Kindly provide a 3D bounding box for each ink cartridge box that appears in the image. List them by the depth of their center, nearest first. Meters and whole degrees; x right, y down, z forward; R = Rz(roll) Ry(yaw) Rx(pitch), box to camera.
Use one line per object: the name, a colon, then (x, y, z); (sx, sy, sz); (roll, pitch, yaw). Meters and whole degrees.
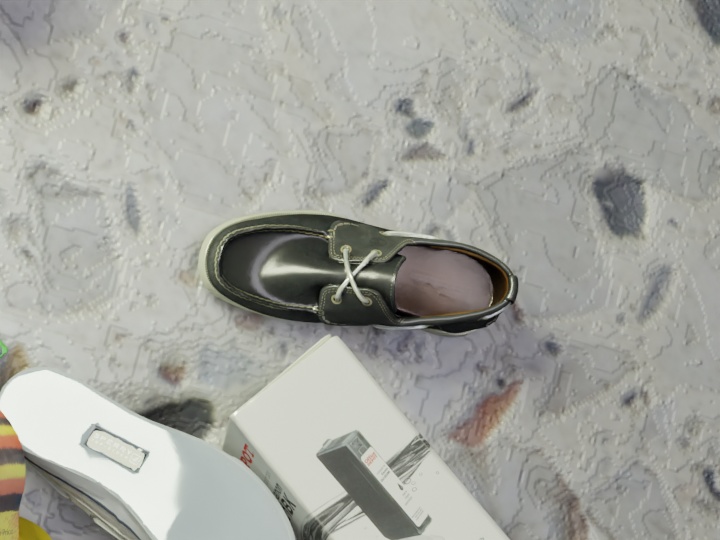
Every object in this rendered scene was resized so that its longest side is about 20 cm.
ink cartridge box: (0.009, 0.154, 1.275); (0.084, 0.144, 0.200); (-36, 78, -19)

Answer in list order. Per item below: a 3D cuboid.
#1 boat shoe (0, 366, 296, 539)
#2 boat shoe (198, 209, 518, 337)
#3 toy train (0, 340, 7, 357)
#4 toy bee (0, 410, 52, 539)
boat shoe: (-0.123, 0.134, 1.271); (0.202, 0.086, 0.075); (28, 69, 13)
boat shoe: (0.000, 0.000, 1.355); (0.200, 0.068, 0.072); (9, 85, -18)
toy train: (-0.281, 0.096, 1.248); (0.200, 0.056, 0.042); (-43, 101, -17)
toy bee: (-0.215, 0.173, 1.223); (0.131, 0.109, 0.200); (-34, 135, -52)
